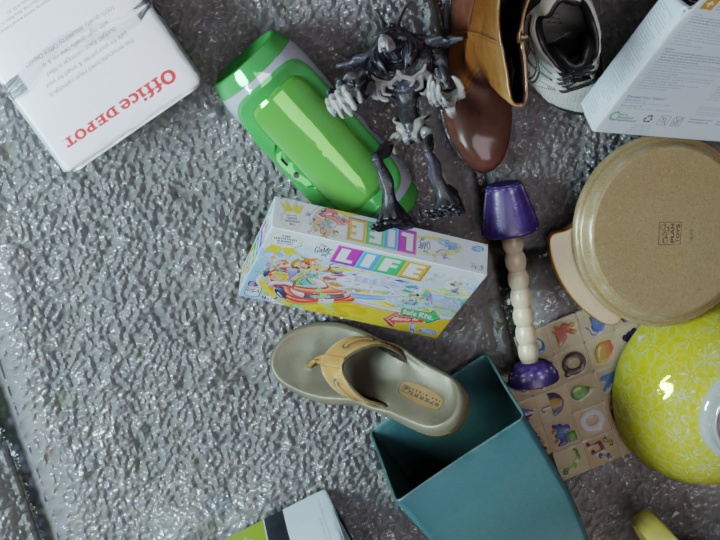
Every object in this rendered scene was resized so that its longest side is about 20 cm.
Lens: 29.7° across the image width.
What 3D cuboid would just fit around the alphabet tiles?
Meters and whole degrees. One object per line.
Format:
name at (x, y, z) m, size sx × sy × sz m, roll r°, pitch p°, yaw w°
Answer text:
alphabet tiles at (0.240, 0.116, 1.377) m, size 0.199 × 0.006 × 0.167 m, roll -22°, pitch 106°, yaw -4°

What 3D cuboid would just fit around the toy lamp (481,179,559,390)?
toy lamp at (0.153, 0.014, 1.306) m, size 0.058 × 0.058 × 0.201 m, roll -13°, pitch 102°, yaw -6°

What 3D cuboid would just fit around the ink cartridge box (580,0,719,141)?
ink cartridge box at (0.326, -0.194, 1.207) m, size 0.199 × 0.041 × 0.200 m, roll 1°, pitch 145°, yaw -31°

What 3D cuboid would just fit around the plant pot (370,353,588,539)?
plant pot at (0.130, 0.218, 1.318) m, size 0.141 × 0.141 × 0.200 m, roll -34°, pitch 113°, yaw 4°

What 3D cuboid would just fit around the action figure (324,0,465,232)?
action figure at (0.037, -0.140, 1.165) m, size 0.118 × 0.102 × 0.201 m, roll -11°, pitch 85°, yaw 11°

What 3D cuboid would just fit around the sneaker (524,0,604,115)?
sneaker at (0.179, -0.194, 1.209) m, size 0.075 × 0.088 × 0.200 m, roll -23°, pitch 140°, yaw 8°

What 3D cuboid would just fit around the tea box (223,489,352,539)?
tea box at (-0.069, 0.359, 1.320) m, size 0.196 × 0.134 × 0.200 m, roll -27°, pitch 107°, yaw -1°

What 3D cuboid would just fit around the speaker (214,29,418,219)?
speaker at (-0.038, -0.119, 1.229) m, size 0.088 × 0.088 × 0.200 m, roll -42°, pitch 107°, yaw 3°

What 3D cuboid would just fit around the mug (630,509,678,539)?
mug at (0.348, 0.333, 1.374) m, size 0.149 × 0.153 × 0.187 m, roll -2°, pitch 104°, yaw -9°

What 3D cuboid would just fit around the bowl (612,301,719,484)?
bowl at (0.362, 0.130, 1.342) m, size 0.199 × 0.108 × 0.201 m, roll -3°, pitch 103°, yaw -13°

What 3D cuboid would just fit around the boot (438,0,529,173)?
boot at (0.123, -0.164, 1.183) m, size 0.068 × 0.200 × 0.189 m, roll 0°, pitch 104°, yaw -9°

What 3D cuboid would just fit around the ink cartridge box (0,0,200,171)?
ink cartridge box at (-0.251, -0.208, 1.169) m, size 0.146 × 0.084 × 0.200 m, roll -33°, pitch 107°, yaw 0°

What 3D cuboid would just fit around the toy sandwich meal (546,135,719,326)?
toy sandwich meal at (0.281, -0.035, 1.317) m, size 0.204 × 0.070 × 0.206 m, roll -2°, pitch 97°, yaw -12°

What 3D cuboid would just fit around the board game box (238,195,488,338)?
board game box at (0.000, 0.000, 1.247) m, size 0.199 × 0.135 × 0.034 m, roll 12°, pitch 59°, yaw -12°

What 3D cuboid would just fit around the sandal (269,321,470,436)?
sandal at (0.006, 0.097, 1.269) m, size 0.199 × 0.054 × 0.081 m, roll 19°, pitch 81°, yaw 20°
